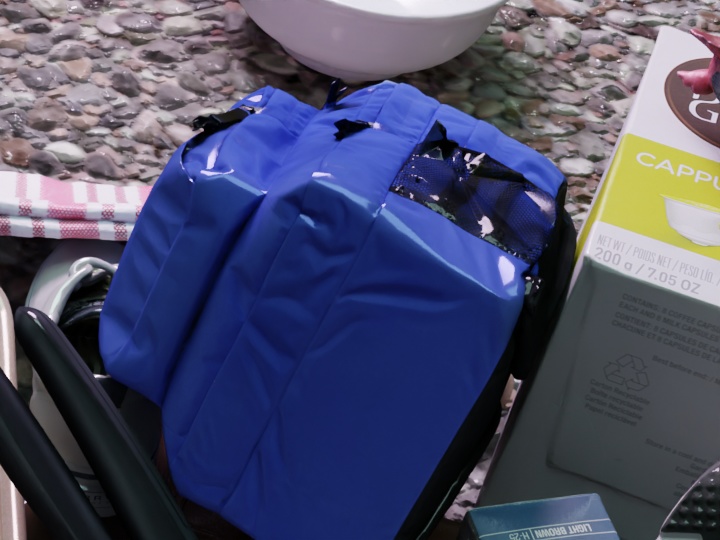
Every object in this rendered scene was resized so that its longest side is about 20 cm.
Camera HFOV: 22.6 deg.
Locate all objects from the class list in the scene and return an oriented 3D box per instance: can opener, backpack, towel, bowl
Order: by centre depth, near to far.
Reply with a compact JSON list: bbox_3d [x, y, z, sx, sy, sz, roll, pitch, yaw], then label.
[{"bbox_3d":[-0.088,0.105,0.685,0.063,0.079,0.200,-28,93,-32],"label":"can opener"},{"bbox_3d":[0.000,0.000,0.744,0.168,0.163,0.200,35,24,3],"label":"backpack"},{"bbox_3d":[-0.116,-0.034,0.902,0.200,0.030,0.146,2,6,-14],"label":"towel"},{"bbox_3d":[-0.001,-0.181,1.118,0.201,0.090,0.201,9,41,-8],"label":"bowl"}]

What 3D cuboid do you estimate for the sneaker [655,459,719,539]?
[{"bbox_3d":[0.154,0.158,0.719,0.074,0.200,0.080,8,23,24],"label":"sneaker"}]

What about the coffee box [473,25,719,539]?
[{"bbox_3d":[0.186,0.041,0.839,0.200,0.200,0.198,21,41,5],"label":"coffee box"}]

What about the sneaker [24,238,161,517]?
[{"bbox_3d":[-0.110,0.025,0.792,0.073,0.071,0.200,7,27,-14],"label":"sneaker"}]

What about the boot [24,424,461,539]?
[{"bbox_3d":[-0.052,0.136,0.769,0.200,0.064,0.186,27,42,11],"label":"boot"}]

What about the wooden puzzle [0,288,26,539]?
[{"bbox_3d":[-0.229,0.094,0.731,0.185,0.037,0.200,-17,47,0],"label":"wooden puzzle"}]

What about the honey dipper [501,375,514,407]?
[{"bbox_3d":[-0.008,0.057,0.848,0.200,0.038,0.038,-2,41,-42],"label":"honey dipper"}]

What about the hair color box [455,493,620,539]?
[{"bbox_3d":[0.086,0.191,0.664,0.060,0.100,0.200,-5,44,-18],"label":"hair color box"}]

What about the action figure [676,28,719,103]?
[{"bbox_3d":[0.216,-0.043,0.741,0.200,0.134,0.149,23,82,27],"label":"action figure"}]
